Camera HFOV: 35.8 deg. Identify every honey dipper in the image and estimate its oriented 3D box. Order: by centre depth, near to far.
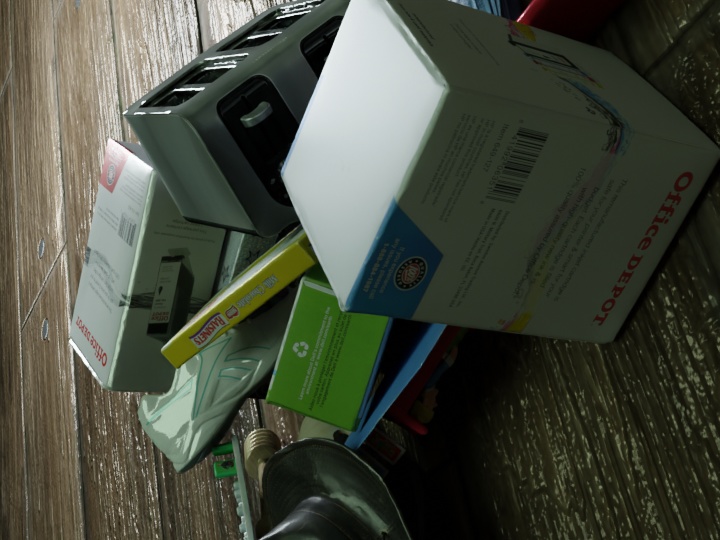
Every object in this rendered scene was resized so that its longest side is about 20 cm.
[{"bbox_3d":[-0.085,0.195,0.998,0.200,0.037,0.039,-116,40,-75],"label":"honey dipper"}]

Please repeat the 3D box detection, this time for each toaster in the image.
[{"bbox_3d":[-0.073,-0.124,0.894,0.199,0.180,0.120,13,138,60],"label":"toaster"}]

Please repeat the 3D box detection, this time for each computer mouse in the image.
[{"bbox_3d":[0.034,0.247,0.848,0.140,0.045,0.203,-30,61,59],"label":"computer mouse"}]

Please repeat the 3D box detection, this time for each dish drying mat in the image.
[{"bbox_3d":[0.119,-0.149,0.760,0.200,0.076,0.018,-47,61,45],"label":"dish drying mat"}]

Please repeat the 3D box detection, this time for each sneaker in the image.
[{"bbox_3d":[-0.114,0.077,0.970,0.200,0.080,0.070,-47,-9,-7],"label":"sneaker"}]

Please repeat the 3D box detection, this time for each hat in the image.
[{"bbox_3d":[-0.031,0.225,0.775,0.199,0.080,0.203,22,121,42],"label":"hat"}]

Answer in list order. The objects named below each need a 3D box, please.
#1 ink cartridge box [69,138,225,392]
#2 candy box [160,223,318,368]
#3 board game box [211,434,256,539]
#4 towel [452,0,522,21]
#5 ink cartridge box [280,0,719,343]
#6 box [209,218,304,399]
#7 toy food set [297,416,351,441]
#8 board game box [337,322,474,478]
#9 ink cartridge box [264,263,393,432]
[{"bbox_3d":[-0.197,-0.005,1.033,0.146,0.082,0.203,32,110,56],"label":"ink cartridge box"},{"bbox_3d":[-0.076,0.005,0.883,0.199,0.026,0.102,-36,12,42],"label":"candy box"},{"bbox_3d":[-0.092,0.278,0.935,0.201,0.025,0.202,-109,11,-53],"label":"board game box"},{"bbox_3d":[0.073,-0.210,0.879,0.112,0.048,0.202,-45,46,47],"label":"towel"},{"bbox_3d":[0.080,-0.063,0.682,0.148,0.198,0.145,-64,33,28],"label":"ink cartridge box"},{"bbox_3d":[-0.101,0.004,1.061,0.132,0.113,0.202,44,121,55],"label":"box"},{"bbox_3d":[-0.030,0.228,0.931,0.144,0.060,0.203,-109,30,-65],"label":"toy food set"},{"bbox_3d":[0.049,0.078,0.822,0.201,0.039,0.158,-56,1,35],"label":"board game box"},{"bbox_3d":[0.000,0.000,0.864,0.148,0.075,0.203,-59,-15,-75],"label":"ink cartridge box"}]
